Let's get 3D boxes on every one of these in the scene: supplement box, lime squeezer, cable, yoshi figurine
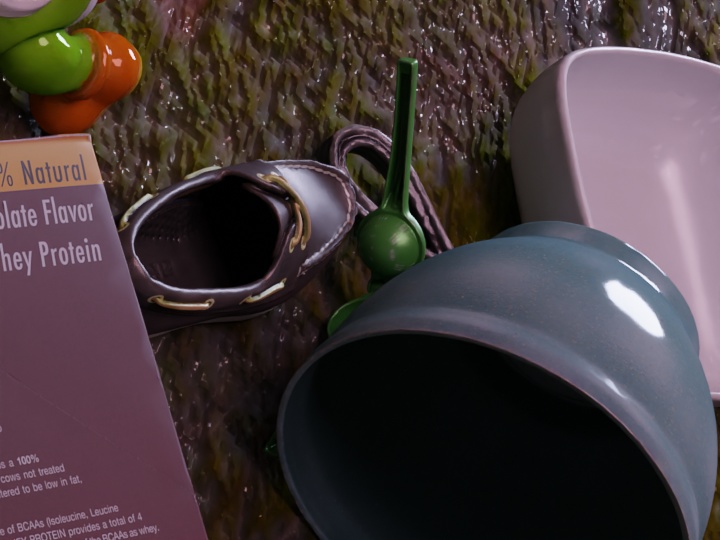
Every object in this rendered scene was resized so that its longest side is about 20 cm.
[{"bbox_3d":[-0.185,0.068,1.043,0.197,0.133,0.200,-8,78,-49],"label":"supplement box"},{"bbox_3d":[0.000,0.000,1.332,0.071,0.038,0.200,28,79,-48],"label":"lime squeezer"},{"bbox_3d":[0.052,0.012,1.385,0.097,0.050,0.200,-21,90,-27],"label":"cable"},{"bbox_3d":[-0.188,-0.113,1.184,0.200,0.112,0.112,14,101,-59],"label":"yoshi figurine"}]

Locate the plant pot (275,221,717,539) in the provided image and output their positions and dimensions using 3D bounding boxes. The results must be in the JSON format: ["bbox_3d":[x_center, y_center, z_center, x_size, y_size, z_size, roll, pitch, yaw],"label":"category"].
[{"bbox_3d":[0.079,0.062,1.276,0.200,0.200,0.134,50,46,-18],"label":"plant pot"}]

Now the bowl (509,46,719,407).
[{"bbox_3d":[0.159,-0.016,1.509,0.200,0.075,0.200,3,70,-47],"label":"bowl"}]

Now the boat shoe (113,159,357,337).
[{"bbox_3d":[-0.059,-0.013,1.278,0.201,0.061,0.072,-24,90,-50],"label":"boat shoe"}]
